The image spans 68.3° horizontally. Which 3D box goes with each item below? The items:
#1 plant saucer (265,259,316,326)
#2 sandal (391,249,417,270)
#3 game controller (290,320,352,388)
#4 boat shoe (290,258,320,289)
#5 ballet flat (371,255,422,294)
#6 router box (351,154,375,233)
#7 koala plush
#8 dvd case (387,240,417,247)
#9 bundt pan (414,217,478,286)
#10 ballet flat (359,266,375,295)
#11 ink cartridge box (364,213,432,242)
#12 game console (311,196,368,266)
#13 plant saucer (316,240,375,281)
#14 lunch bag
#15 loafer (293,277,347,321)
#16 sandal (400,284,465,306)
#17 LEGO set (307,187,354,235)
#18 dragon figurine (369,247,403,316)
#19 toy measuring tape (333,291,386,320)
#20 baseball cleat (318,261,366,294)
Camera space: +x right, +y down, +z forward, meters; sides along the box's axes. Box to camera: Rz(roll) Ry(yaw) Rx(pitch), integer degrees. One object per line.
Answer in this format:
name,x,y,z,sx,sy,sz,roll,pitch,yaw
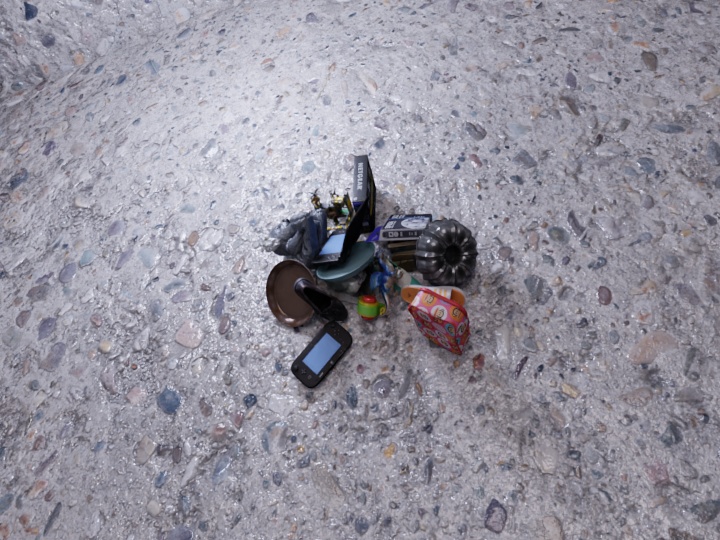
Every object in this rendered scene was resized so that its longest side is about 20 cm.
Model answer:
plant saucer,-0.208,0.068,1.644,0.193,0.034,0.210,4,98,28
sandal,0.191,-0.037,1.644,0.192,0.083,0.055,3,35,23
game controller,-0.112,0.245,1.552,0.103,0.043,0.201,31,70,31
boat shoe,-0.180,0.025,1.708,0.069,0.073,0.197,-45,48,-18
ballet flat,0.105,0.014,1.627,0.197,0.071,0.068,33,73,31
router box,0.014,-0.256,1.781,0.050,0.159,0.206,-5,54,11
koala plush,-0.218,-0.095,1.716,0.192,0.177,0.192,0,100,20
dvd case,0.187,-0.108,1.669,0.192,0.017,0.149,-7,18,12
bundt pan,0.259,-0.048,1.543,0.199,0.206,0.076,-35,15,-11
ballet flat,0.000,0.000,1.686,0.065,0.057,0.204,-29,60,5
ink cartridge box,0.123,-0.137,1.675,0.192,0.045,0.199,-3,18,14
game console,-0.062,-0.121,1.631,0.170,0.120,0.202,-6,31,27
plant saucer,-0.040,-0.024,1.601,0.194,0.028,0.202,-21,25,10
lunch bag,0.207,0.135,1.438,0.172,0.202,0.083,25,69,28
loafer,-0.111,0.096,1.562,0.073,0.198,0.063,-55,25,-4
sandal,0.204,0.090,1.538,0.199,0.082,0.059,4,27,25
LEGO set,-0.114,-0.202,1.804,0.193,0.117,0.157,14,61,24
dragon figurine,0.066,0.038,1.570,0.097,0.058,0.208,5,77,36
toy measuring tape,-0.009,0.102,1.598,0.193,0.075,0.075,15,61,24
baseball cleat,-0.049,0.016,1.647,0.107,0.071,0.197,-47,36,-19
